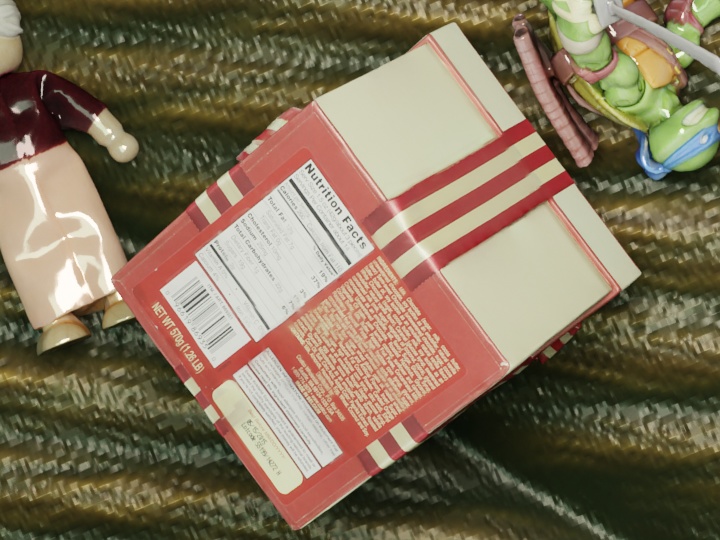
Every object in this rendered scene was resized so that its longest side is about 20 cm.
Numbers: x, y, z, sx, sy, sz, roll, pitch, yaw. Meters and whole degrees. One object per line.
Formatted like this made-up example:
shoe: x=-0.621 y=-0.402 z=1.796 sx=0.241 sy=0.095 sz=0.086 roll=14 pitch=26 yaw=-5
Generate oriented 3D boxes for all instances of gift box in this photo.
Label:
gift box: x=0.000 y=0.000 z=1.421 sx=0.200 sy=0.187 sz=0.185 roll=-33 pitch=89 yaw=33

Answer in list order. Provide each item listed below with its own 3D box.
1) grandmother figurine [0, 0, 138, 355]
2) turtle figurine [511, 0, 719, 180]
grandmother figurine: x=-0.182 y=-0.058 z=1.521 sx=0.121 sy=0.061 sz=0.201 roll=-19 pitch=88 yaw=-14
turtle figurine: x=0.136 y=-0.157 z=1.396 sx=0.144 sy=0.200 sz=0.194 roll=-39 pitch=80 yaw=-21
